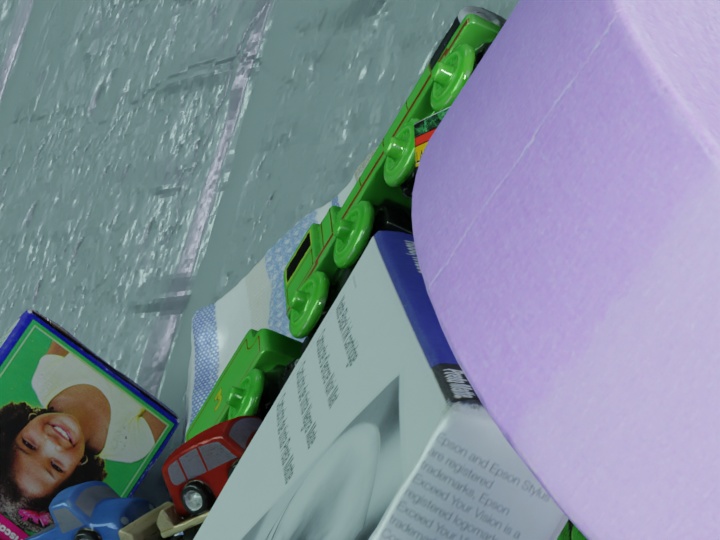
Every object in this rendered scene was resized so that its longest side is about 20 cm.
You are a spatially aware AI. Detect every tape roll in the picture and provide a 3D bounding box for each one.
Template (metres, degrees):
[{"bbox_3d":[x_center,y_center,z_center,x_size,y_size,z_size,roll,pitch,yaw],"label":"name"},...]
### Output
[{"bbox_3d":[0.110,0.009,0.526,0.066,0.200,0.200,-56,27,29],"label":"tape roll"}]

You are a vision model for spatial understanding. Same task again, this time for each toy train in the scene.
[{"bbox_3d":[0.000,0.000,0.925,0.200,0.042,0.056,-57,20,25],"label":"toy train"},{"bbox_3d":[-0.037,0.068,0.904,0.200,0.046,0.034,-26,2,33],"label":"toy train"}]

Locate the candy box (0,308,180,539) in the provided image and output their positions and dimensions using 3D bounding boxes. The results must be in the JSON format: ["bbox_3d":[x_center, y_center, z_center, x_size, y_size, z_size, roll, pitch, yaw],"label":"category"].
[{"bbox_3d":[-0.166,0.131,1.082,0.200,0.077,0.169,-59,9,-25],"label":"candy box"}]

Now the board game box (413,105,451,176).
[{"bbox_3d":[0.091,-0.022,0.739,0.200,0.023,0.105,-25,55,40],"label":"board game box"}]

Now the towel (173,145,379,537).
[{"bbox_3d":[-0.010,0.034,0.986,0.200,0.024,0.147,-41,38,48],"label":"towel"}]

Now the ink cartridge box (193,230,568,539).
[{"bbox_3d":[0.004,0.054,0.680,0.200,0.041,0.200,-59,10,6],"label":"ink cartridge box"}]

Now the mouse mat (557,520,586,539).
[{"bbox_3d":[0.058,0.116,0.797,0.161,0.008,0.201,-44,33,45],"label":"mouse mat"}]
